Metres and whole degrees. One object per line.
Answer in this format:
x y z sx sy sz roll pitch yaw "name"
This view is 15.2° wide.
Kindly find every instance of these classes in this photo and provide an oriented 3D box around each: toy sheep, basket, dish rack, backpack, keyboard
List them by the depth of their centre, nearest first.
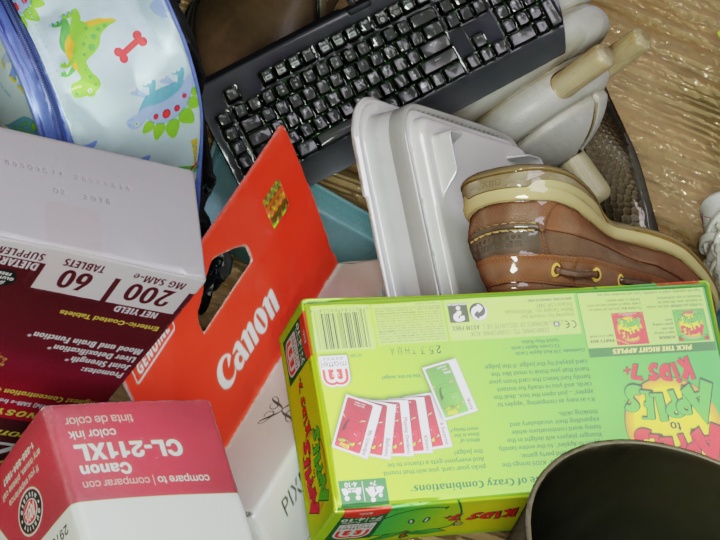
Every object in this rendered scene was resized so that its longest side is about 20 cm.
0.108 0.189 1.201 0.180 0.200 0.136 23 47 -12 "basket"
-0.151 -0.078 1.241 0.147 0.200 0.183 -22 67 -18 "backpack"
0.065 0.011 1.357 0.172 0.043 0.201 12 65 -63 "dish rack"
0.002 -0.130 1.410 0.200 0.021 0.127 -28 86 -11 "keyboard"
0.080 -0.123 1.495 0.138 0.138 0.200 -24 80 -44 "toy sheep"

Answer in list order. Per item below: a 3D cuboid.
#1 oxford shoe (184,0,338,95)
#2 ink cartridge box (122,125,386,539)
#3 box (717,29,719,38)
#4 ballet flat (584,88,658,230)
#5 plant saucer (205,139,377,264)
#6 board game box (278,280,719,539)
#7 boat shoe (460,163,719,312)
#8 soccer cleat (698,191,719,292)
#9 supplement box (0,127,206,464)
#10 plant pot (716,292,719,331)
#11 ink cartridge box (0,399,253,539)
-0.043 -0.155 1.469 0.073 0.084 0.200 32 45 -12 "oxford shoe"
-0.028 0.054 1.266 0.200 0.043 0.174 -59 138 -47 "ink cartridge box"
0.305 -0.071 1.623 0.122 0.048 0.200 25 29 -53 "box"
0.132 -0.072 1.554 0.046 0.067 0.200 -18 62 3 "ballet flat"
0.000 0.000 1.420 0.200 0.019 0.070 30 44 -13 "plant saucer"
0.070 0.064 1.228 0.199 0.048 0.102 -3 67 -17 "board game box"
0.114 0.011 1.333 0.200 0.072 0.068 29 56 -50 "boat shoe"
0.222 0.003 1.546 0.086 0.070 0.200 33 37 3 "soccer cleat"
-0.158 0.026 1.150 0.109 0.200 0.061 12 51 -27 "supplement box"
0.282 0.088 1.370 0.200 0.196 0.201 6 78 -29 "plant pot"
-0.097 0.175 1.110 0.083 0.146 0.200 1 55 -33 "ink cartridge box"
